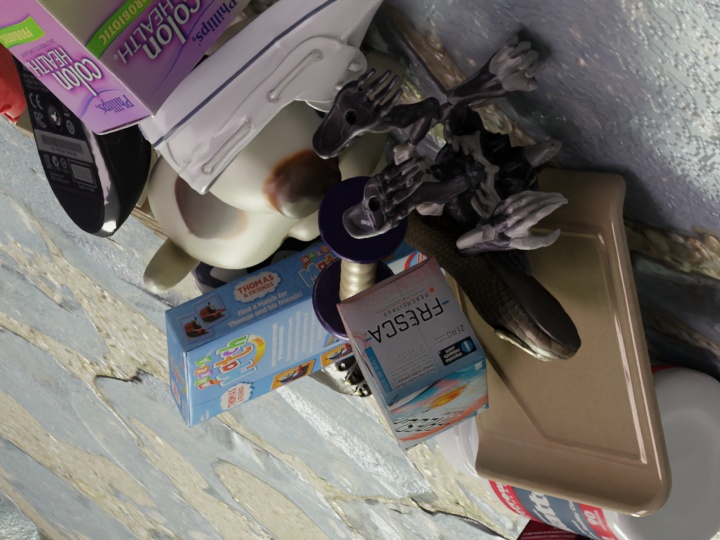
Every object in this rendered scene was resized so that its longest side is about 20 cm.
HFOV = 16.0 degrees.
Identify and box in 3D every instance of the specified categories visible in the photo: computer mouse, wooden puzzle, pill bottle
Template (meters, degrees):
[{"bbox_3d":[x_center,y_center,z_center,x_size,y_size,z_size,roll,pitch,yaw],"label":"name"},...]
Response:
[{"bbox_3d":[-0.166,-0.118,1.552,0.138,0.053,0.201,21,130,50],"label":"computer mouse"},{"bbox_3d":[0.117,0.036,1.540,0.185,0.037,0.201,8,109,56],"label":"wooden puzzle"},{"bbox_3d":[0.142,0.109,1.657,0.200,0.120,0.120,11,147,54],"label":"pill bottle"}]

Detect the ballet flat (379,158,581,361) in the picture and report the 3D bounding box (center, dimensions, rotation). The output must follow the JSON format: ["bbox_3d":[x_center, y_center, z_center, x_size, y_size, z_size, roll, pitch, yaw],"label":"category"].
[{"bbox_3d":[0.062,0.000,1.507,0.067,0.046,0.200,31,-168,-46],"label":"ballet flat"}]

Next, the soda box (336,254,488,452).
[{"bbox_3d":[0.033,0.052,1.494,0.069,0.063,0.200,63,178,12],"label":"soda box"}]

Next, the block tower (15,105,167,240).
[{"bbox_3d":[-0.163,-0.075,1.839,0.058,0.054,0.200,26,172,33],"label":"block tower"}]

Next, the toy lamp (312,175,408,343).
[{"bbox_3d":[0.000,0.000,1.522,0.058,0.058,0.200,36,164,8],"label":"toy lamp"}]

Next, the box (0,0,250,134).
[{"bbox_3d":[-0.143,-0.208,1.382,0.200,0.176,0.097,44,160,-15],"label":"box"}]

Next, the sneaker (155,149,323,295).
[{"bbox_3d":[-0.068,-0.082,1.698,0.080,0.129,0.200,66,-174,-57],"label":"sneaker"}]

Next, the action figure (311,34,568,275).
[{"bbox_3d":[0.065,-0.059,1.406,0.102,0.200,0.120,-23,78,31],"label":"action figure"}]

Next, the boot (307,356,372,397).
[{"bbox_3d":[-0.029,0.040,1.928,0.200,0.069,0.174,25,163,45],"label":"boot"}]

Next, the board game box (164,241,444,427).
[{"bbox_3d":[-0.031,0.027,1.684,0.037,0.199,0.151,62,167,18],"label":"board game box"}]

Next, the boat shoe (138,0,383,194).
[{"bbox_3d":[-0.029,-0.117,1.387,0.065,0.200,0.074,52,-158,-5],"label":"boat shoe"}]

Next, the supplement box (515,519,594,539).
[{"bbox_3d":[0.145,0.203,1.739,0.061,0.200,0.109,42,161,-13],"label":"supplement box"}]

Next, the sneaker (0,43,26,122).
[{"bbox_3d":[-0.285,-0.130,1.915,0.078,0.116,0.200,13,147,53],"label":"sneaker"}]

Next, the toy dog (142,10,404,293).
[{"bbox_3d":[-0.066,-0.080,1.525,0.140,0.194,0.200,51,168,2],"label":"toy dog"}]
